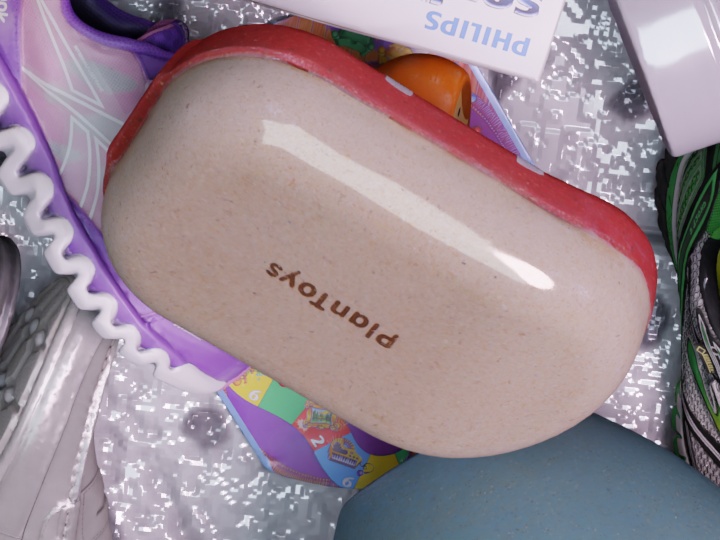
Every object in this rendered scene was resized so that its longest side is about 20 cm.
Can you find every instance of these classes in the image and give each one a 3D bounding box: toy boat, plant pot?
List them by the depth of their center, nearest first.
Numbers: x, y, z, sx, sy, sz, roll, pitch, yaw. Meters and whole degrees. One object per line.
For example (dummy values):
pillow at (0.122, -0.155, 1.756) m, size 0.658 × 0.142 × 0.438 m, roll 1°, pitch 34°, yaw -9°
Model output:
toy boat at (0.014, -0.027, 0.962) m, size 0.200 × 0.131 × 0.131 m, roll 31°, pitch 136°, yaw -10°
plant pot at (0.063, 0.128, 1.028) m, size 0.200 × 0.200 × 0.135 m, roll -31°, pitch 80°, yaw 9°

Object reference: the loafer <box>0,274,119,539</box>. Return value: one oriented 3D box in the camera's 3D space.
loafer at (-0.129, 0.097, 1.069) m, size 0.070 × 0.070 × 0.200 m, roll 15°, pitch 109°, yaw -20°

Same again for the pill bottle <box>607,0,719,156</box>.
pill bottle at (0.190, -0.121, 0.977) m, size 0.200 × 0.114 × 0.115 m, roll -21°, pitch 107°, yaw 6°

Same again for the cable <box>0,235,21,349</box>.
cable at (-0.182, 0.082, 1.046) m, size 0.050 × 0.097 × 0.200 m, roll 13°, pitch 109°, yaw -26°

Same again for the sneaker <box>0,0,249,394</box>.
sneaker at (-0.089, -0.048, 1.007) m, size 0.088 × 0.080 × 0.200 m, roll -32°, pitch 99°, yaw 7°

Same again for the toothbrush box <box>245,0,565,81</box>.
toothbrush box at (0.023, -0.188, 0.968) m, size 0.145 × 0.086 × 0.200 m, roll 15°, pitch 106°, yaw -4°

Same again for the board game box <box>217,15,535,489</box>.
board game box at (0.000, 0.000, 1.049) m, size 0.158 × 0.039 × 0.200 m, roll -29°, pitch 105°, yaw 8°

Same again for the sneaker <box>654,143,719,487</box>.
sneaker at (0.156, 0.041, 1.042) m, size 0.078 × 0.085 × 0.200 m, roll -14°, pitch 108°, yaw 4°
